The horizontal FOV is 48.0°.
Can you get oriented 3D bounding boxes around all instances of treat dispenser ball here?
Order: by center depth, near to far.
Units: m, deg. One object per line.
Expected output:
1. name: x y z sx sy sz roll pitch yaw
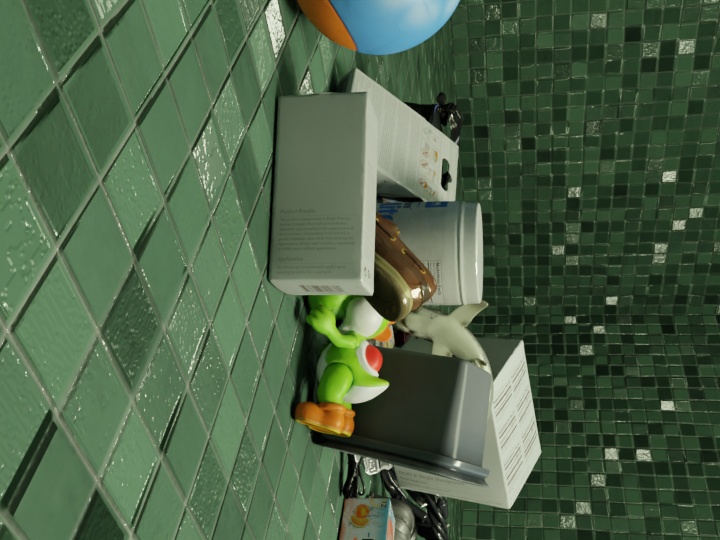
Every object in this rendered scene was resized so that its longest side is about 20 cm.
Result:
1. treat dispenser ball: 0.019 -0.340 0.883 0.201 0.199 0.203 -1 90 -78

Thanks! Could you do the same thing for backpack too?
1. backpack: 0.073 -0.146 1.262 0.191 0.153 0.201 63 39 -61

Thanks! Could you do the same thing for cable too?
1. cable: 0.097 0.385 1.360 0.200 0.051 0.164 25 -41 61

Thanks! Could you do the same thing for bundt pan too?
1. bundt pan: 0.048 0.459 1.282 0.202 0.075 0.204 0 90 -78

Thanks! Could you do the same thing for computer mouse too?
1. computer mouse: 0.010 0.268 1.193 0.200 0.043 0.111 24 60 -72

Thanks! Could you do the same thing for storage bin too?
1. storage bin: 0.069 0.173 0.981 0.145 0.199 0.135 30 70 -51

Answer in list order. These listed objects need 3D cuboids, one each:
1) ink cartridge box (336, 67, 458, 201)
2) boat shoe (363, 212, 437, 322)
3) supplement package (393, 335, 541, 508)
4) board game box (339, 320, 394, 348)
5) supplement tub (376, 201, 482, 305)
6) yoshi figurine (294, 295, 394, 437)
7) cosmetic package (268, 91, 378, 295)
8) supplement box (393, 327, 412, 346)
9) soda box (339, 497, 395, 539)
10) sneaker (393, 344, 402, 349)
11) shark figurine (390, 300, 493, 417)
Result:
1. ink cartridge box: 0.046 -0.162 1.102 0.199 0.050 0.163 34 45 -27
2. boat shoe: 0.009 -0.030 0.914 0.200 0.067 0.072 51 -34 25
3. supplement package: 0.150 0.222 1.226 0.147 0.190 0.202 -40 123 -50
4. board game box: 0.001 0.116 1.118 0.201 0.034 0.136 -66 154 -49
5. supplement tub: 0.053 -0.021 1.028 0.132 0.198 0.133 -1 90 -79
6. yoshi figurine: -0.032 0.083 0.937 0.111 0.112 0.202 26 73 -32
7. cosmetic package: -0.036 -0.079 0.846 0.074 0.101 0.202 50 42 -73
8. supplement box: 0.055 0.056 1.375 0.109 0.060 0.202 -30 119 -76
9. soda box: 0.004 0.405 1.073 0.201 0.068 0.064 -81 165 -45
10. sneaker: 0.039 0.224 1.308 0.077 0.075 0.202 -21 112 -53
11. shark figurine: 0.138 0.123 1.070 0.216 0.127 0.089 62 5 4
